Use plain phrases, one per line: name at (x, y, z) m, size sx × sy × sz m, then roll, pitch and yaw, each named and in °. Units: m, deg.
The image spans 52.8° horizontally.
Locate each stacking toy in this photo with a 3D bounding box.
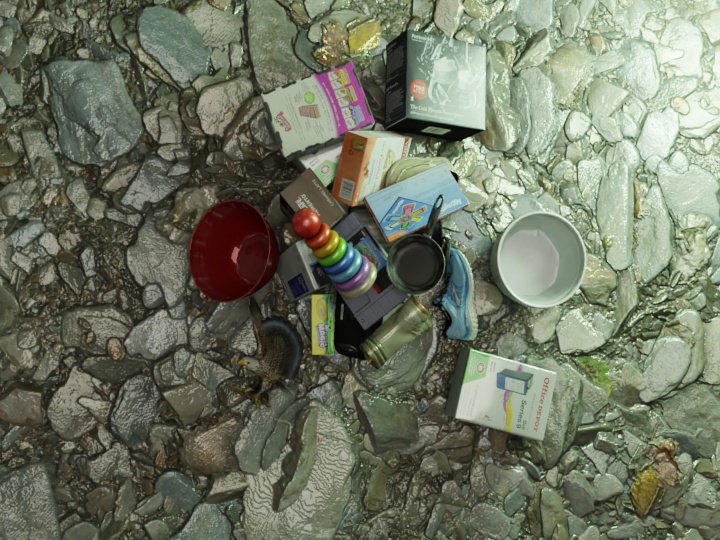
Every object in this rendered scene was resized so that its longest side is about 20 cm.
stacking toy at (-0.054, -0.041, 1.345) m, size 0.085 × 0.085 × 0.200 m, roll -45°, pitch 122°, yaw -8°

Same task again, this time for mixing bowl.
mixing bowl at (-0.237, -0.032, 1.470) m, size 0.196 × 0.108 × 0.205 m, roll -5°, pitch 80°, yaw 26°

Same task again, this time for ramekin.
ramekin at (0.371, -0.019, 1.555) m, size 0.195 × 0.105 × 0.205 m, roll 1°, pitch 85°, yaw -6°

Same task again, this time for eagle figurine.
eagle figurine at (-0.188, 0.171, 1.457) m, size 0.149 × 0.151 × 0.204 m, roll 19°, pitch 91°, yaw 6°

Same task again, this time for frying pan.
frying pan at (0.106, -0.048, 1.391) m, size 0.112 × 0.031 × 0.194 m, roll -1°, pitch 78°, yaw 11°

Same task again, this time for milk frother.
milk frother at (0.080, -0.056, 1.480) m, size 0.184 × 0.200 × 0.185 m, roll -8°, pitch 91°, yaw -6°

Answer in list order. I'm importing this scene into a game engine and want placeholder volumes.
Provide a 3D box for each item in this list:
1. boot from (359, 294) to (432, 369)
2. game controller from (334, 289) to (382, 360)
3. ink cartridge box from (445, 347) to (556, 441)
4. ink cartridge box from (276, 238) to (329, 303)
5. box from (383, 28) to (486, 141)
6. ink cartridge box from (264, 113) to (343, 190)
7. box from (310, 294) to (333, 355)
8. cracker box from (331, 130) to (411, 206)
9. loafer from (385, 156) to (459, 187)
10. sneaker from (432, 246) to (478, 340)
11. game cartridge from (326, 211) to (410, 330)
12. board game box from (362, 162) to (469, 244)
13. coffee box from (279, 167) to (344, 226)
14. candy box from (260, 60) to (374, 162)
boot at (0.072, 0.132, 1.470) m, size 0.154 × 0.200 × 0.072 m, roll -43°, pitch 77°, yaw -4°
game controller at (-0.004, 0.088, 1.505) m, size 0.102 × 0.042 × 0.204 m, roll 12°, pitch 108°, yaw 22°
ink cartridge box at (0.296, 0.260, 1.529) m, size 0.196 × 0.087 × 0.148 m, roll 16°, pitch 84°, yaw -6°
ink cartridge box at (-0.122, 0.002, 1.460) m, size 0.039 × 0.200 × 0.101 m, roll -23°, pitch 90°, yaw -22°
box at (0.158, -0.387, 1.531) m, size 0.196 × 0.104 × 0.186 m, roll 3°, pitch 85°, yaw -25°
ink cartridge box at (-0.089, -0.284, 1.533) m, size 0.145 × 0.088 × 0.201 m, roll -38°, pitch 89°, yaw -7°
box at (-0.077, 0.109, 1.449) m, size 0.047 × 0.200 × 0.120 m, roll 0°, pitch 85°, yaw -6°
cracker box at (0.025, -0.210, 1.468) m, size 0.057 × 0.199 × 0.137 m, roll 22°, pitch 110°, yaw 24°
loafer at (0.135, -0.196, 1.515) m, size 0.198 × 0.068 × 0.077 m, roll -19°, pitch 127°, yaw -38°
sneaker at (0.197, 0.050, 1.546) m, size 0.088 × 0.078 × 0.205 m, roll -6°, pitch 86°, yaw -3°
game cartridge at (0.000, 0.000, 1.443) m, size 0.129 × 0.038 × 0.202 m, roll -39°, pitch 83°, yaw 27°
board game box at (0.112, -0.135, 1.439) m, size 0.197 × 0.019 × 0.104 m, roll -25°, pitch 76°, yaw -22°
coffee box at (-0.102, -0.121, 1.463) m, size 0.079 × 0.200 × 0.115 m, roll -40°, pitch 90°, yaw -8°
candy box at (-0.086, -0.319, 1.462) m, size 0.197 × 0.061 × 0.139 m, roll -21°, pitch 89°, yaw -7°
